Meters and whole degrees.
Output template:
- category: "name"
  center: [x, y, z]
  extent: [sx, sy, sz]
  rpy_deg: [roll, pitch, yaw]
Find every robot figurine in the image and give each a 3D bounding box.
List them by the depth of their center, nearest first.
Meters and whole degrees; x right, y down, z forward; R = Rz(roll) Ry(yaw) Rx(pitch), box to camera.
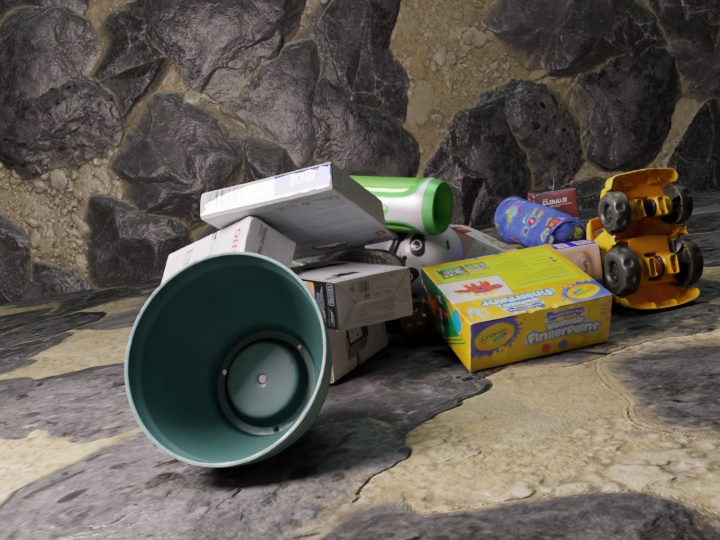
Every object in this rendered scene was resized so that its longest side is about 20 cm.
- category: "robot figurine"
  center: [0.075, -0.037, 1.232]
  extent: [0.124, 0.151, 0.200]
  rpy_deg: [-39, 36, -12]

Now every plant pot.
- category: "plant pot"
  center: [-0.113, 0.100, 0.771]
  extent: [0.197, 0.203, 0.134]
  rpy_deg: [-8, -21, 10]

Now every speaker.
- category: "speaker"
  center: [0.034, -0.098, 1.145]
  extent: [0.198, 0.090, 0.088]
  rpy_deg: [6, 13, 31]

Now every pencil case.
- category: "pencil case"
  center: [0.304, -0.068, 1.320]
  extent: [0.078, 0.087, 0.200]
  rpy_deg: [34, 3, -25]

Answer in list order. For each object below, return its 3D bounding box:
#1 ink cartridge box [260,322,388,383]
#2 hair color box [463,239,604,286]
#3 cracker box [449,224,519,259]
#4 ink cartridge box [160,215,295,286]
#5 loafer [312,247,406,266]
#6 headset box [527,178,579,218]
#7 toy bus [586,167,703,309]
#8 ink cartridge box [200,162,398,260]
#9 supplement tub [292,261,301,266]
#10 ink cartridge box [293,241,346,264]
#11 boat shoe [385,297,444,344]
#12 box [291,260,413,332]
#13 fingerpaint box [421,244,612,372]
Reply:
- category: "ink cartridge box"
  center: [-0.065, 0.096, 1.095]
  extent: [0.144, 0.085, 0.200]
  rpy_deg: [-6, 7, 25]
- category: "hair color box"
  center: [0.264, 0.023, 1.171]
  extent: [0.197, 0.111, 0.065]
  rpy_deg: [-9, 6, -1]
- category: "cracker box"
  center: [0.237, -0.013, 1.298]
  extent: [0.198, 0.058, 0.134]
  rpy_deg: [26, 12, 19]
- category: "ink cartridge box"
  center: [-0.185, 0.032, 1.011]
  extent: [0.083, 0.147, 0.199]
  rpy_deg: [30, -33, -35]
- category: "loafer"
  center: [0.000, 0.000, 1.124]
  extent: [0.069, 0.076, 0.198]
  rpy_deg: [-18, 10, -41]
- category: "headset box"
  center: [0.369, -0.072, 1.458]
  extent: [0.076, 0.203, 0.149]
  rpy_deg: [-7, 5, 6]
- category: "toy bus"
  center: [0.413, -0.042, 1.195]
  extent: [0.134, 0.203, 0.192]
  rpy_deg: [-8, -2, -11]
- category: "ink cartridge box"
  center: [-0.075, -0.072, 1.021]
  extent: [0.194, 0.044, 0.200]
  rpy_deg: [-10, -18, 24]
- category: "supplement tub"
  center: [-0.152, 0.058, 1.274]
  extent: [0.143, 0.147, 0.200]
  rpy_deg: [-6, 7, 21]
- category: "ink cartridge box"
  center: [-0.079, -0.055, 1.134]
  extent: [0.160, 0.051, 0.199]
  rpy_deg: [19, -14, -27]
- category: "boat shoe"
  center: [0.093, 0.080, 1.153]
  extent: [0.198, 0.072, 0.068]
  rpy_deg: [8, 49, 43]
- category: "box"
  center: [-0.034, 0.028, 1.003]
  extent: [0.115, 0.061, 0.199]
  rpy_deg: [-11, 9, -32]
- category: "fingerpaint box"
  center: [0.201, 0.045, 1.022]
  extent: [0.197, 0.074, 0.167]
  rpy_deg: [-11, 27, -14]
